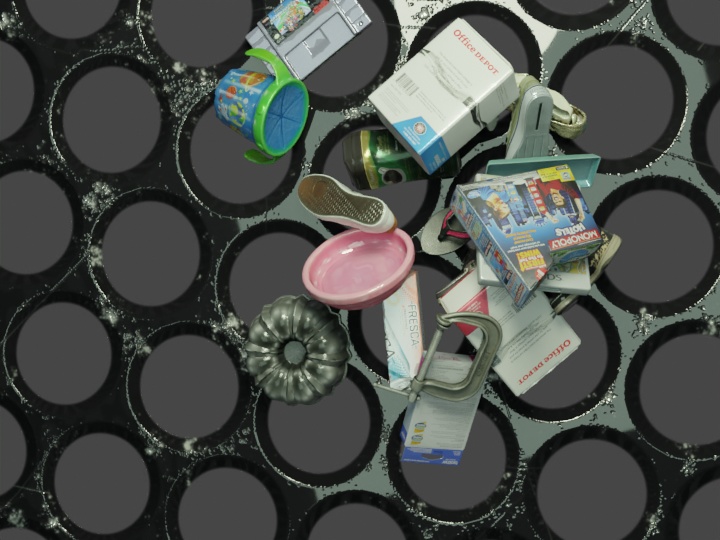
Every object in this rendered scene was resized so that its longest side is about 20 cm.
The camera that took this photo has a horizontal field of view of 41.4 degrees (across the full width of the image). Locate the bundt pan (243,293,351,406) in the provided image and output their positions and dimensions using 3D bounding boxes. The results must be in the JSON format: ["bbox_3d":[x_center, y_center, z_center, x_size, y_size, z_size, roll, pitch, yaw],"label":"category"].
[{"bbox_3d":[-0.117,0.146,1.686,0.197,0.076,0.207,0,94,7],"label":"bundt pan"}]

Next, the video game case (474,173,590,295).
[{"bbox_3d":[0.273,-0.060,1.527,0.178,0.023,0.204,5,59,-5],"label":"video game case"}]

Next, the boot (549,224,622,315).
[{"bbox_3d":[0.333,-0.033,1.580,0.150,0.073,0.200,42,60,7],"label":"boot"}]

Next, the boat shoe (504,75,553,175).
[{"bbox_3d":[0.279,-0.228,1.584,0.070,0.063,0.202,-2,135,-10],"label":"boat shoe"}]

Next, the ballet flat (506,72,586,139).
[{"bbox_3d":[0.293,-0.290,1.601,0.197,0.075,0.069,28,74,6],"label":"ballet flat"}]

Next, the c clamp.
[{"bbox_3d":[0.134,0.143,1.544,0.168,0.027,0.202,21,116,-11],"label":"c clamp"}]

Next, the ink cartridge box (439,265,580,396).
[{"bbox_3d":[0.251,0.084,1.590,0.144,0.085,0.200,-40,112,6],"label":"ink cartridge box"}]

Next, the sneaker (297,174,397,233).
[{"bbox_3d":[-0.023,-0.106,1.659,0.198,0.084,0.074,26,87,32],"label":"sneaker"}]

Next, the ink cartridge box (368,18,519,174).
[{"bbox_3d":[0.136,-0.280,1.528,0.199,0.084,0.145,-40,63,1],"label":"ink cartridge box"}]

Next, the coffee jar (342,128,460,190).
[{"bbox_3d":[0.069,-0.198,1.622,0.195,0.105,0.087,-9,65,8],"label":"coffee jar"}]

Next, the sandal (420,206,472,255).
[{"bbox_3d":[0.188,-0.088,1.631,0.197,0.045,0.077,-24,77,16],"label":"sandal"}]

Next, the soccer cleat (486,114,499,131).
[{"bbox_3d":[0.147,-0.285,1.627,0.197,0.087,0.070,20,62,26],"label":"soccer cleat"}]

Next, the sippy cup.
[{"bbox_3d":[-0.177,-0.282,1.639,0.129,0.139,0.181,24,94,25],"label":"sippy cup"}]

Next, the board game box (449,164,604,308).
[{"bbox_3d":[0.263,-0.051,1.472,0.196,0.062,0.203,-11,63,-14],"label":"board game box"}]

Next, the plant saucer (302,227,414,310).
[{"bbox_3d":[0.000,0.000,1.618,0.196,0.202,0.052,-14,124,9],"label":"plant saucer"}]

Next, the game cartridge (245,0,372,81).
[{"bbox_3d":[-0.093,-0.423,1.668,0.199,0.038,0.131,-37,92,8],"label":"game cartridge"}]

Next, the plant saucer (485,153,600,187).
[{"bbox_3d":[0.300,-0.164,1.597,0.195,0.071,0.019,-5,50,-8],"label":"plant saucer"}]

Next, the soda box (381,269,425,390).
[{"bbox_3d":[0.077,0.104,1.663,0.067,0.064,0.205,-5,92,8],"label":"soda box"}]

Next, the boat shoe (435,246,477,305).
[{"bbox_3d":[0.208,-0.012,1.637,0.198,0.072,0.066,-34,83,6],"label":"boat shoe"}]

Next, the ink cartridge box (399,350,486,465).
[{"bbox_3d":[0.140,0.238,1.637,0.117,0.042,0.204,6,110,-19],"label":"ink cartridge box"}]
